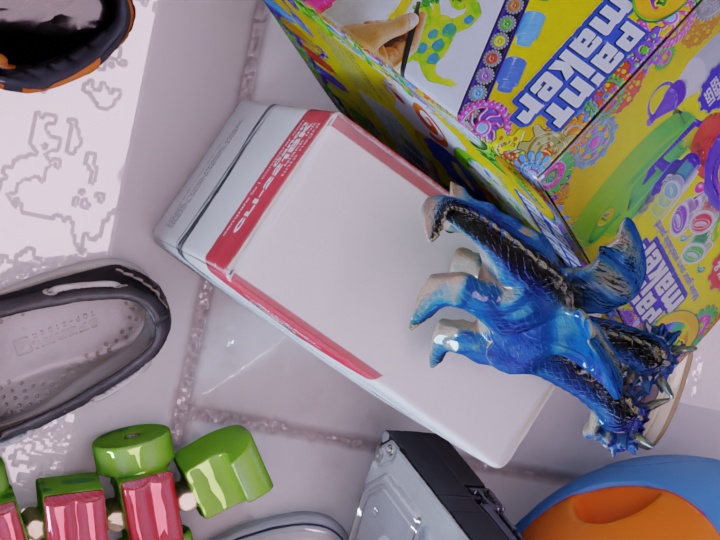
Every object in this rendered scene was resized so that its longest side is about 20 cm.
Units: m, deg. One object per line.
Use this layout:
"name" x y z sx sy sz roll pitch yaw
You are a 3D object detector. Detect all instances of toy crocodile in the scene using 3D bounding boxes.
"toy crocodile" -0.139 0.117 1.080 0.198 0.062 0.068 -12 100 -10

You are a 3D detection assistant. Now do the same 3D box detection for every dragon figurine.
"dragon figurine" 0.074 0.011 0.870 0.099 0.200 0.059 13 69 13

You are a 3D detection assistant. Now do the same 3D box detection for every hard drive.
"hard drive" 0.022 0.192 1.060 0.038 0.140 0.201 7 113 -27

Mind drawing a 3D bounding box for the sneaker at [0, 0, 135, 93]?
"sneaker" -0.195 -0.112 1.011 0.198 0.112 0.078 -8 99 -11

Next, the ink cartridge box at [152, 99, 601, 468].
"ink cartridge box" 0.000 0.000 1.025 0.144 0.200 0.084 35 86 -15

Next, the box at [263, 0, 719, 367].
"box" 0.076 -0.085 0.989 0.122 0.192 0.200 -47 148 -5

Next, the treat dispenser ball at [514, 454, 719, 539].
"treat dispenser ball" 0.145 0.187 1.079 0.199 0.201 0.203 -2 98 -12

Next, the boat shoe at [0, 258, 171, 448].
"boat shoe" -0.180 0.051 1.063 0.198 0.060 0.075 -18 102 -9

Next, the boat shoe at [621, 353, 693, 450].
"boat shoe" 0.132 -0.017 1.119 0.064 0.072 0.202 8 92 -8

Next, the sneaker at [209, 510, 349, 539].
"sneaker" -0.083 0.185 1.096 0.199 0.071 0.073 -33 103 -8
